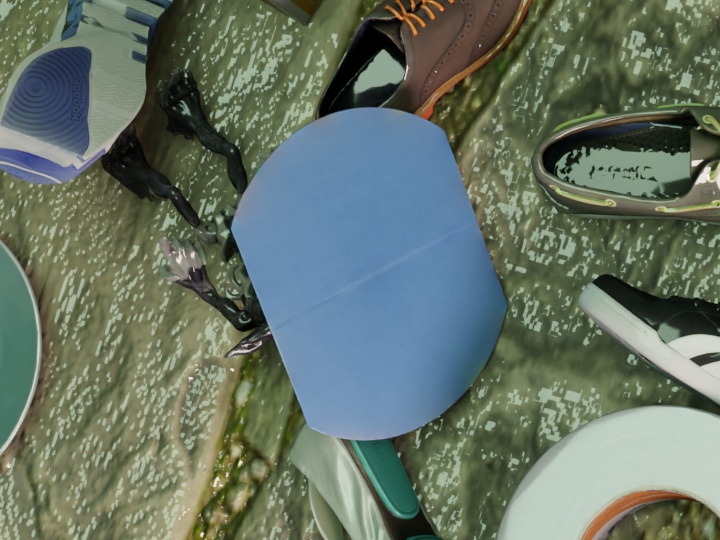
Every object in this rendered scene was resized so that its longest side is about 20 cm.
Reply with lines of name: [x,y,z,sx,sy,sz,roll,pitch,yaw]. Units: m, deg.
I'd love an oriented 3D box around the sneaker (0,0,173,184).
sneaker: [-0.177,-0.111,1.814,0.080,0.115,0.200,24,47,-3]

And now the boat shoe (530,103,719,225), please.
boat shoe: [0.202,-0.065,1.725,0.201,0.060,0.073,-3,80,17]

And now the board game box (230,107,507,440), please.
board game box: [0.000,0.000,1.743,0.158,0.039,0.201,-28,107,-26]

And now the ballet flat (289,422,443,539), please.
ballet flat: [0.017,0.171,1.746,0.069,0.069,0.201,-33,69,9]

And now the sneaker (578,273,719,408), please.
sneaker: [0.238,0.032,1.697,0.200,0.073,0.112,33,88,11]

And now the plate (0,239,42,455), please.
plate: [-0.297,0.056,1.877,0.199,0.026,0.201,-3,79,17]

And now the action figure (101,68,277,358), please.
action figure: [-0.077,-0.027,1.785,0.119,0.102,0.200,-42,70,-6]

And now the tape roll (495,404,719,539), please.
tape roll: [0.180,0.182,1.686,0.199,0.066,0.201,-3,79,16]

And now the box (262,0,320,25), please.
box: [-0.098,-0.259,1.830,0.200,0.101,0.113,34,92,19]

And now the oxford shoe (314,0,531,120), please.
oxford shoe: [0.045,-0.153,1.782,0.071,0.073,0.200,37,92,20]
